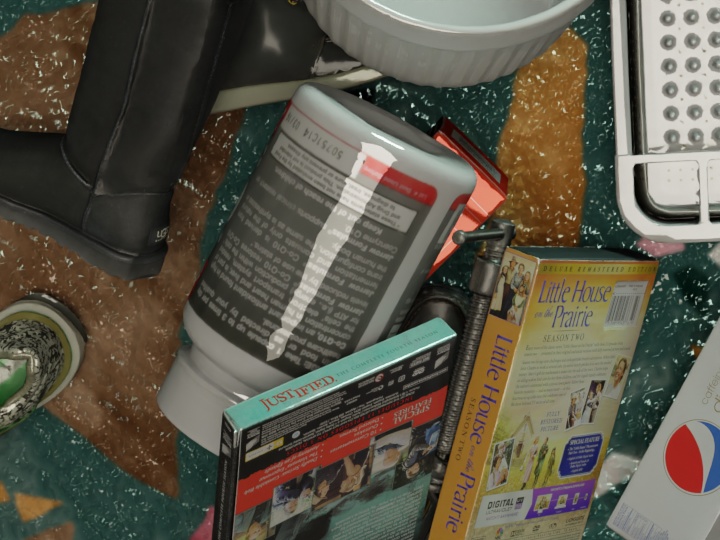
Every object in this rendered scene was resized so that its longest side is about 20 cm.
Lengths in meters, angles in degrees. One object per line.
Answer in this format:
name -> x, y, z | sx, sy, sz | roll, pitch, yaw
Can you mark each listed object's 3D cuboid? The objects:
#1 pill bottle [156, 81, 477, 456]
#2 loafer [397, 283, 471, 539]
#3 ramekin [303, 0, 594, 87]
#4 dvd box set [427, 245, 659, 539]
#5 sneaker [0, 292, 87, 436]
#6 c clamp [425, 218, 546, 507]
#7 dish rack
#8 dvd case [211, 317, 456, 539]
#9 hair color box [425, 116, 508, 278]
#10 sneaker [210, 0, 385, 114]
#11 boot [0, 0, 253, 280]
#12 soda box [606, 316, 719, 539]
pill bottle -> -0.029, 0.007, 1.163 | 0.114, 0.114, 0.200 | 28, 101, -1
loafer -> 0.034, 0.108, 1.298 | 0.073, 0.072, 0.200 | 10, 100, 3
ramekin -> 0.050, -0.200, 1.195 | 0.200, 0.105, 0.200 | 2, 69, -6
dvd box set -> 0.110, 0.084, 1.258 | 0.029, 0.146, 0.200 | 21, 103, 34
sneaker -> -0.259, 0.098, 1.308 | 0.077, 0.089, 0.200 | 42, 101, -3
c clamp -> 0.071, 0.059, 1.250 | 0.027, 0.171, 0.200 | 19, 107, 27
dish rack -> 0.237, -0.120, 1.261 | 0.171, 0.044, 0.200 | -3, 99, 5
dvd case -> -0.020, 0.126, 1.169 | 0.146, 0.022, 0.200 | -23, 139, -29
hair color box -> 0.000, 0.000, 1.268 | 0.061, 0.102, 0.200 | 44, 99, -3
sneaker -> -0.042, -0.160, 1.255 | 0.200, 0.075, 0.106 | -12, 102, 7
boot -> -0.160, -0.117, 1.240 | 0.165, 0.066, 0.200 | 27, 118, 15
soda box -> 0.233, 0.088, 1.274 | 0.064, 0.068, 0.200 | 34, 102, 32
